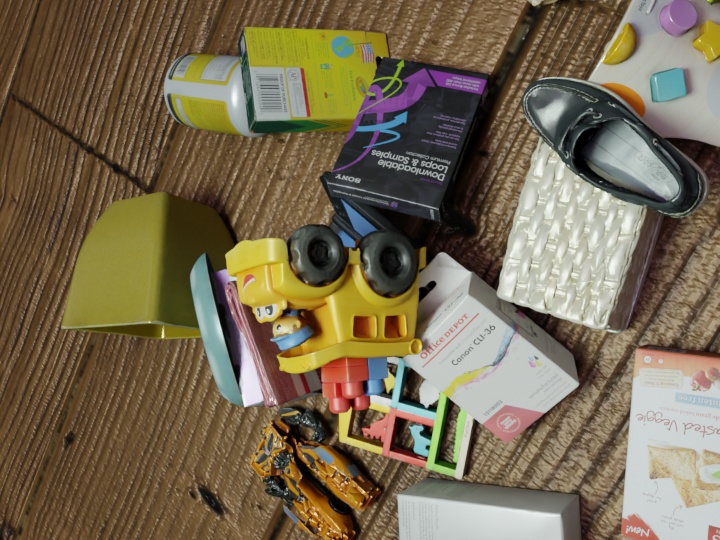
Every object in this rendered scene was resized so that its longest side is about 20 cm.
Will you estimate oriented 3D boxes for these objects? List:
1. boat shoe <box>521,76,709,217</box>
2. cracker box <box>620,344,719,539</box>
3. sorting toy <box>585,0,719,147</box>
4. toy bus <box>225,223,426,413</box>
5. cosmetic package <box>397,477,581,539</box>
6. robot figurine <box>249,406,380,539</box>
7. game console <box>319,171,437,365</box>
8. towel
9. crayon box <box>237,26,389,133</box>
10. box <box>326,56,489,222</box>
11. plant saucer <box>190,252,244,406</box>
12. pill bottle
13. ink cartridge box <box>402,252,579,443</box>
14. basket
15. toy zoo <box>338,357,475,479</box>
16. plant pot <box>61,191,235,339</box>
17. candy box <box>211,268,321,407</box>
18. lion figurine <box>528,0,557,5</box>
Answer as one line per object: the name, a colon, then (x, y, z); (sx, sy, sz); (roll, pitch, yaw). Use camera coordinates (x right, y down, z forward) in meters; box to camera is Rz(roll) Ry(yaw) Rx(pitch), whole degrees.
boat shoe: (0.220, -0.116, 0.611); (0.199, 0.066, 0.075); (48, 125, 21)
cracker box: (0.347, 0.184, 0.679); (0.134, 0.058, 0.201); (4, 91, 31)
sorting toy: (0.335, -0.208, 0.659); (0.180, 0.107, 0.200); (27, 78, 4)
toy bus: (-0.034, 0.056, 0.708); (0.136, 0.200, 0.192); (-11, 78, 55)
cosmetic package: (0.150, 0.313, 0.778); (0.200, 0.085, 0.108); (-3, 88, 30)
robot figurine: (-0.074, 0.284, 0.927); (0.200, 0.058, 0.145); (34, 104, 26)
game console: (0.000, 0.000, 0.862); (0.116, 0.176, 0.200); (-45, 65, -9)
towel: (-0.063, 0.071, 0.788); (0.023, 0.200, 0.144); (-27, 79, 34)
crayon box: (-0.055, -0.252, 0.887); (0.051, 0.200, 0.127); (153, 110, -68)
box: (0.061, -0.164, 0.809); (0.143, 0.036, 0.200); (15, 70, 18)
plant saucer: (-0.181, 0.077, 0.839); (0.027, 0.200, 0.201); (-14, 79, -10)
pill bottle: (-0.182, -0.256, 0.975); (0.200, 0.112, 0.112); (15, 96, 30)
ink cartridge box: (0.130, 0.087, 0.751); (0.200, 0.068, 0.117); (38, 115, -6)
basket: (0.238, -0.043, 0.712); (0.135, 0.123, 0.200); (18, 97, 29)
toy zoo: (0.049, 0.176, 0.859); (0.200, 0.020, 0.132); (11, 95, 21)
plant pot: (-0.298, -0.005, 1.002); (0.194, 0.195, 0.200); (-5, 77, 31)
candy box: (-0.117, 0.088, 0.872); (0.071, 0.200, 0.168); (-16, 78, 1)
lion figurine: (0.234, -0.410, 0.765); (0.122, 0.072, 0.200); (-19, 64, 42)
